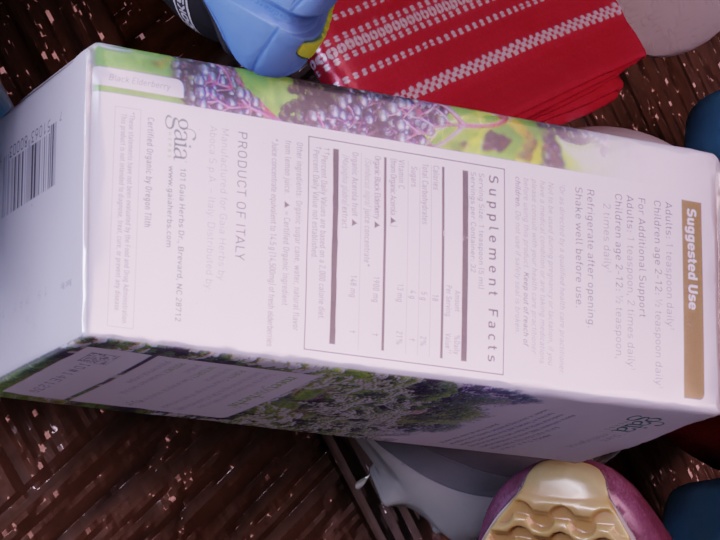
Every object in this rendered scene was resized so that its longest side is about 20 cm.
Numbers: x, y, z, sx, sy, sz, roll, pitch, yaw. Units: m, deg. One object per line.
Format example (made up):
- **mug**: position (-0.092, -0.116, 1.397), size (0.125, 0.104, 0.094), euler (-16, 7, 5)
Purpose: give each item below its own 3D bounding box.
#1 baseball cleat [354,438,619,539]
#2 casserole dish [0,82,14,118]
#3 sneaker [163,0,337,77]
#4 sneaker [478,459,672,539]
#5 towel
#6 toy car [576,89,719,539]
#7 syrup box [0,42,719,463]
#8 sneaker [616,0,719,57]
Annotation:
- **baseball cleat**: position (0.011, 0.004, 0.875), size (0.200, 0.106, 0.070), euler (46, 19, -38)
- **casserole dish**: position (-0.168, -0.051, 0.741), size (0.200, 0.039, 0.121), euler (52, 48, -25)
- **sneaker**: position (-0.033, -0.120, 0.786), size (0.082, 0.071, 0.200), euler (32, 22, -11)
- **sneaker**: position (0.089, 0.120, 0.940), size (0.090, 0.074, 0.201), euler (-60, 147, -41)
- **towel**: position (0.004, -0.129, 0.929), size (0.144, 0.022, 0.201), euler (-26, 84, -46)
- **toy car**: position (0.113, 0.001, 0.955), size (0.199, 0.177, 0.186), euler (17, 69, -31)
- **syrup box**: position (0.000, 0.000, 0.783), size (0.199, 0.079, 0.082), euler (7, 74, -27)
- **sneaker**: position (0.082, -0.179, 1.020), size (0.089, 0.075, 0.201), euler (-98, 172, -61)
